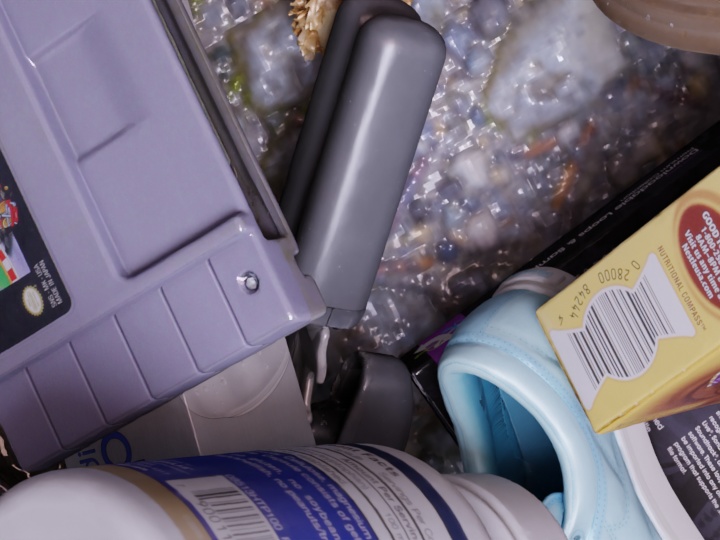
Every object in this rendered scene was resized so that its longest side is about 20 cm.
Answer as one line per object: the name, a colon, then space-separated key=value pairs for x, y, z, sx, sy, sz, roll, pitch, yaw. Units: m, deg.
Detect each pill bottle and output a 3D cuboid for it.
pill bottle: x=-0.021 y=0.117 z=0.649 sx=0.199 sy=0.119 sz=0.121 roll=1 pitch=102 yaw=-48

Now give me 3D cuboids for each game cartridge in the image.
game cartridge: x=-0.107 y=-0.047 z=0.676 sx=0.129 sy=0.038 sz=0.201 roll=-29 pitch=83 yaw=23

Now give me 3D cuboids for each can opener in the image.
can opener: x=0.000 y=0.000 z=0.765 sx=0.066 sy=0.053 sz=0.201 roll=10 pitch=110 yaw=-23

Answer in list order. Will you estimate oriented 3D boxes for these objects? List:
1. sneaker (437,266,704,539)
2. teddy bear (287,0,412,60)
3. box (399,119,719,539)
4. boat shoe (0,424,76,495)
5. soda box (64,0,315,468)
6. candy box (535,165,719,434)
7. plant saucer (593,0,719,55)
sneaker: x=0.078 y=0.105 z=0.763 sx=0.082 sy=0.074 sz=0.201 roll=-30 pitch=98 yaw=-43
teddy bear: x=-0.026 y=-0.171 z=0.756 sx=0.199 sy=0.067 sz=0.145 roll=35 pitch=101 yaw=-21
box: x=0.135 y=0.036 z=0.830 sx=0.199 sy=0.036 sz=0.143 roll=-35 pitch=105 yaw=-2
boat shoe: x=-0.150 y=0.002 z=0.744 sx=0.072 sy=0.065 sz=0.201 roll=-25 pitch=96 yaw=-14
soda box: x=-0.084 y=-0.017 z=0.726 sx=0.068 sy=0.063 sz=0.202 roll=-16 pitch=89 yaw=37
candy box: x=0.168 y=-0.019 z=0.697 sx=0.116 sy=0.200 sz=0.057 roll=-9 pitch=64 yaw=-45
plant saucer: x=0.172 y=-0.143 z=0.723 sx=0.199 sy=0.200 sz=0.030 roll=-27 pitch=124 yaw=-5
